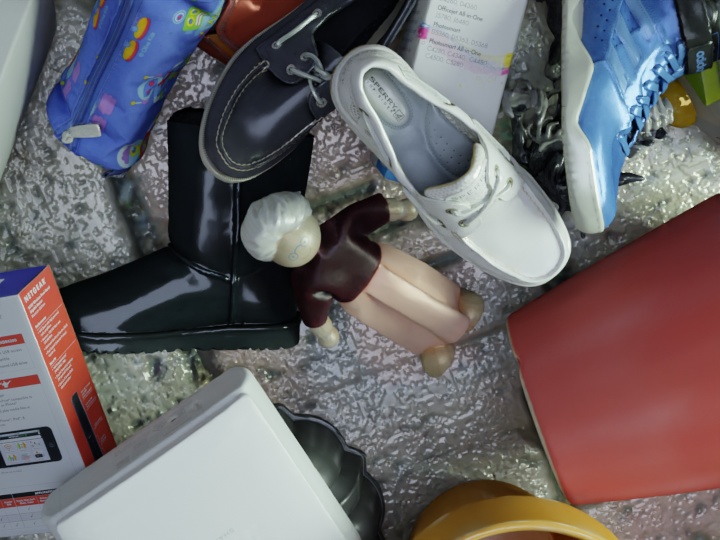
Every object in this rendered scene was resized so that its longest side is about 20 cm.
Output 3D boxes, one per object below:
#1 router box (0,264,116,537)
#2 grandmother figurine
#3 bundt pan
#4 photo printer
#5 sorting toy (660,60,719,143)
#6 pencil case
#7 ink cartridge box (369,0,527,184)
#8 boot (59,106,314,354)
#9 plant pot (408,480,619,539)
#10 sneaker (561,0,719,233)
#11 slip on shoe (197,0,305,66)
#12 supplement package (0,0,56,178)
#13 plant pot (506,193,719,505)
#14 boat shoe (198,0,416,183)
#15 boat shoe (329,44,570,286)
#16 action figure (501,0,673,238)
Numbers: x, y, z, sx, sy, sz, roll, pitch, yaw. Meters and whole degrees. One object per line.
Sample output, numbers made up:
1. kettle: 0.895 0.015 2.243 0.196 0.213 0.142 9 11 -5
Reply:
1. router box: -0.281 0.101 0.882 0.197 0.049 0.182 -8 112 17
2. grandmother figurine: 0.000 0.000 0.884 0.199 0.060 0.122 28 90 -34
3. bundt pan: -0.076 0.208 0.946 0.199 0.076 0.205 -1 101 -3
4. photo printer: -0.092 0.191 0.852 0.165 0.069 0.201 -33 109 -5
5. sorting toy: 0.299 -0.114 0.854 0.199 0.180 0.107 33 97 -8
6. pencil case: -0.145 -0.149 0.824 0.078 0.087 0.200 38 133 -2
7. ink cartridge box: 0.065 -0.159 0.864 0.066 0.116 0.203 13 100 -7
8. boot: -0.132 -0.030 0.896 0.197 0.076 0.171 0 103 -8
9. plant pot: 0.102 0.241 0.906 0.197 0.183 0.203 -1 101 -3
10. sneaker: 0.183 -0.124 0.798 0.110 0.077 0.203 0 76 11
11. slip on shoe: -0.083 -0.176 0.882 0.198 0.061 0.075 24 97 -9
12. supplement package: -0.286 -0.114 0.817 0.120 0.120 0.202 18 74 -6
13. plant pot: 0.207 0.070 0.890 0.175 0.201 0.202 -20 101 11
14. boat shoe: -0.032 -0.141 0.838 0.073 0.063 0.200 45 75 -16
15. boat shoe: 0.060 -0.057 0.789 0.200 0.069 0.071 41 94 -14
16. action figure: 0.152 -0.119 0.886 0.117 0.102 0.203 1 98 -1
